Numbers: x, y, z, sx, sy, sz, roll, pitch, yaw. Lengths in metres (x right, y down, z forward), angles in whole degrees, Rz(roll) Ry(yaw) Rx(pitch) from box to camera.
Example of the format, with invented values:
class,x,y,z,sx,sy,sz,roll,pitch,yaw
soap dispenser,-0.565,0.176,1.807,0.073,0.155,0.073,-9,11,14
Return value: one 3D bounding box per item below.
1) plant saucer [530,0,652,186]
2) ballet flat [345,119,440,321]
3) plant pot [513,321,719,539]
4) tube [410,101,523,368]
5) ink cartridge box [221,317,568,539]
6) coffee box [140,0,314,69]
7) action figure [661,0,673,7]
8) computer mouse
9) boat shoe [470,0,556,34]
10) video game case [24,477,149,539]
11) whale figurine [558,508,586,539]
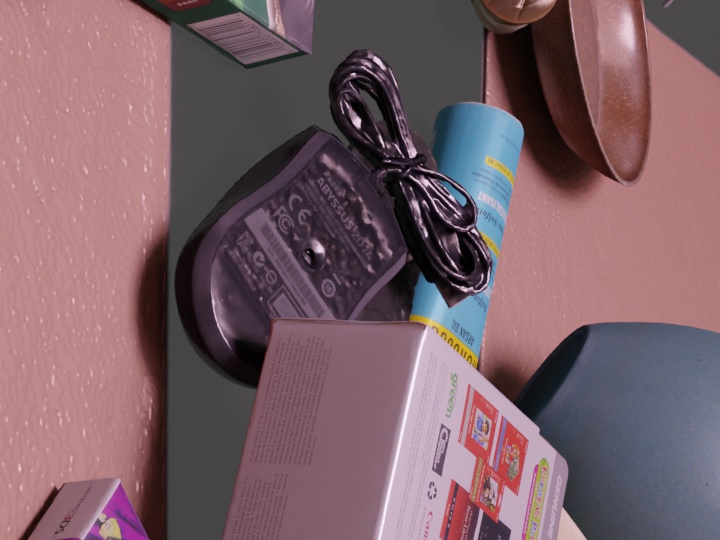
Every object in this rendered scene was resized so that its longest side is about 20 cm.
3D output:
class,x,y,z,sx,sy,sz,roll,pitch,yaw
plant saucer,0.140,-0.150,1.596,0.200,0.037,0.201,-7,90,-70
ballet flat,0.000,0.000,1.326,0.066,0.057,0.200,26,49,-16
plant pot,0.154,0.106,1.447,0.135,0.200,0.200,37,41,-6
tube,0.048,0.006,1.406,0.077,0.050,0.201,36,57,-43
ink cartridge box,0.012,0.147,1.164,0.176,0.084,0.201,42,55,-53
coffee box,-0.086,-0.185,1.207,0.200,0.044,0.123,31,57,-54
action figure,0.224,-0.285,1.743,0.119,0.102,0.201,5,76,-72
computer mouse,-0.027,-0.006,1.236,0.200,0.053,0.139,-41,106,-44
boat shoe,0.076,-0.239,1.506,0.065,0.072,0.201,158,-75,-79
video game case,-0.108,0.219,1.066,0.200,0.036,0.181,67,30,-25
whale figurine,0.078,0.182,1.343,0.104,0.159,0.201,-23,99,-18
